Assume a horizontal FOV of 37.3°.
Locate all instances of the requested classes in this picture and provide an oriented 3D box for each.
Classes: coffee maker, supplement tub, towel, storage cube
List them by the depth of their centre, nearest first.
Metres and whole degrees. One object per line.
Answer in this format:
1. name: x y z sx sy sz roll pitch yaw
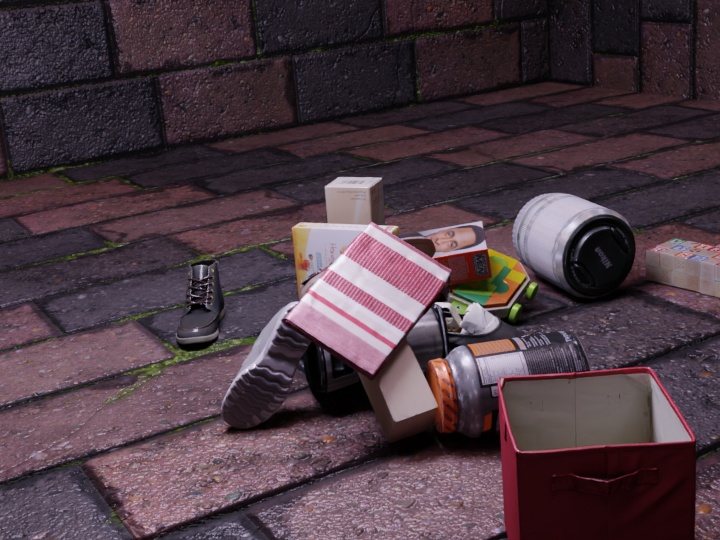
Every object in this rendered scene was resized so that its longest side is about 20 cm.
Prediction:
1. storage cube: 0.233 0.219 1.087 0.170 0.181 0.200 -4 19 2
2. supplement tub: 0.193 0.151 1.401 0.199 0.123 0.123 -7 18 -8
3. towel: 0.013 0.037 1.416 0.144 0.023 0.200 32 60 15
4. coffee maker: 0.015 0.119 1.578 0.199 0.135 0.192 -8 -19 -11

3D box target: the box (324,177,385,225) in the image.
1. box: -0.006 -0.069 2.005 0.094 0.201 0.078 1 18 20

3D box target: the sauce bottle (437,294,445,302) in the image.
1. sauce bottle: 0.082 0.048 1.848 0.199 0.066 0.066 -8 18 -21

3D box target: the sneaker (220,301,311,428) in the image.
1. sneaker: -0.126 0.133 1.499 0.075 0.200 0.082 36 -3 -14

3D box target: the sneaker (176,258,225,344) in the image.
1. sneaker: -0.283 0.053 1.853 0.074 0.107 0.200 -4 18 1

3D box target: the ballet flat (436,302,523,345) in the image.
1. ballet flat: 0.158 0.087 1.693 0.199 0.069 0.068 3 35 25

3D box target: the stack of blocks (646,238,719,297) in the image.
1. stack of blocks: 0.618 -0.006 1.875 0.115 0.059 0.200 -18 22 -35

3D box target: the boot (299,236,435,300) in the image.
1. boot: 0.000 0.000 1.607 0.199 0.071 0.146 -25 12 -17

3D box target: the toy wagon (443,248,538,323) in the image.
1. toy wagon: 0.203 0.036 1.805 0.155 0.040 0.200 23 42 20

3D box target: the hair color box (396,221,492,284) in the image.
1. hair color box: 0.115 -0.020 1.800 0.199 0.061 0.102 -9 30 5

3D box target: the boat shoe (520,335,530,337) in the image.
1. boat shoe: 0.178 0.143 1.516 0.199 0.069 0.072 -15 20 -28

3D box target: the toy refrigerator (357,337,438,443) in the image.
1. toy refrigerator: 0.034 0.119 1.425 0.070 0.076 0.201 -18 62 -15

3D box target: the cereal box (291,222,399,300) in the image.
1. cereal box: -0.023 -0.011 1.923 0.199 0.145 0.040 3 19 25

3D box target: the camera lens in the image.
1. camera lens: 0.379 -0.048 1.903 0.159 0.161 0.200 -11 19 -18
